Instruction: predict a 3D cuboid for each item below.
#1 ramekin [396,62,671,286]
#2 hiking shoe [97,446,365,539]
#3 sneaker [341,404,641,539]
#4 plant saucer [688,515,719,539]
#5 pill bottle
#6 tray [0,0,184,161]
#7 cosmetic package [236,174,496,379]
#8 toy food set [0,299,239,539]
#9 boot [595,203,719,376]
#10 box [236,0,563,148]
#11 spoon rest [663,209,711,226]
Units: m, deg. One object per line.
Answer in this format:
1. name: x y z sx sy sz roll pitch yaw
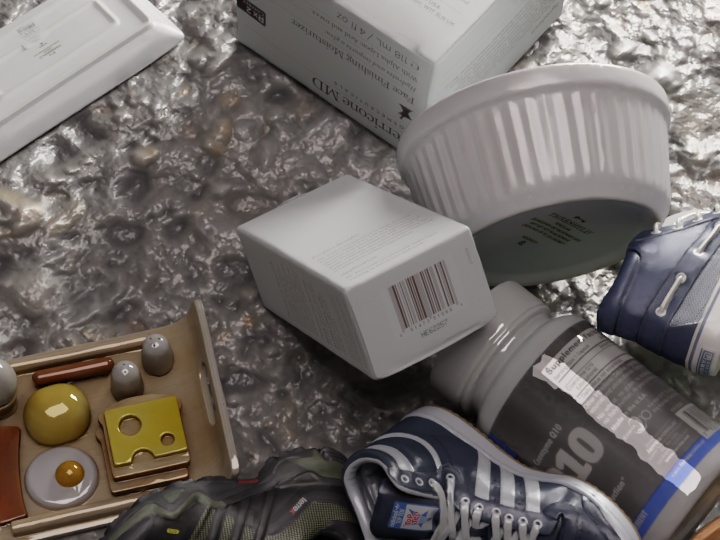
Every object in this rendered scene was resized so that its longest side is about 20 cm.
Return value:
1. ramekin: 0.130 -0.061 1.268 0.200 0.203 0.095 -7 69 -7
2. hiking shoe: -0.083 0.189 1.166 0.198 0.076 0.101 -20 58 -15
3. sneaker: 0.078 0.162 1.141 0.199 0.071 0.108 29 30 31
4. plant saucer: 0.289 0.247 1.157 0.198 0.032 0.202 1 67 -2
5. pill bottle: 0.151 0.103 1.208 0.200 0.114 0.114 38 64 20
6. tray: -0.249 -0.173 1.416 0.199 0.022 0.107 -37 66 -22
7. cosmetic package: 0.000 0.000 1.229 0.101 0.075 0.200 -25 21 -16
8. toy food set: -0.193 0.101 1.225 0.198 0.061 0.145 -12 59 -9
9. boot: 0.239 -0.020 1.231 0.090 0.073 0.201 22 51 17
10. box: 0.035 -0.232 1.400 0.198 0.131 0.200 34 63 17
11. spoon rest: 0.291 0.010 1.296 0.199 0.061 0.099 24 47 37
